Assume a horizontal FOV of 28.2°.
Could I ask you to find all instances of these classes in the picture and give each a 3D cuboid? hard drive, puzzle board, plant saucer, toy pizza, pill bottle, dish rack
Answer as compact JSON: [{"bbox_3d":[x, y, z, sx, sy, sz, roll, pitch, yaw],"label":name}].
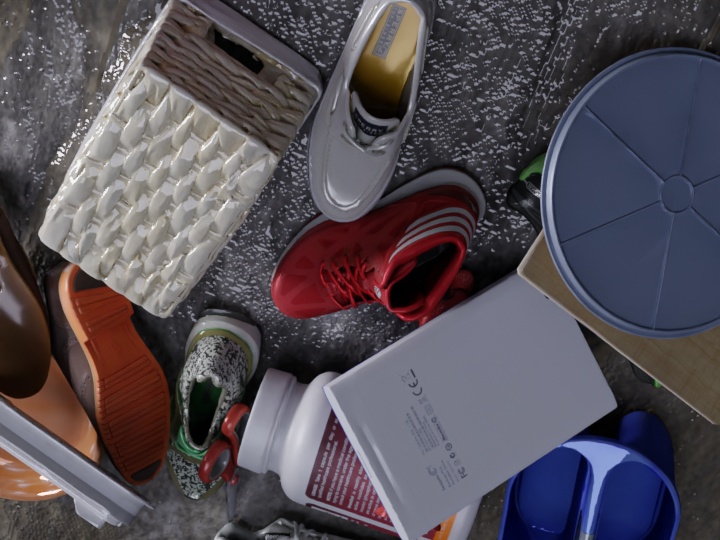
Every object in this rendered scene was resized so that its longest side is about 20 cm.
[{"bbox_3d":[0.086,0.096,1.088,0.199,0.025,0.133,-30,96,-17],"label":"hard drive"},{"bbox_3d":[0.225,-0.005,1.032,0.199,0.017,0.151,36,83,-17],"label":"puzzle board"},{"bbox_3d":[-0.321,0.122,1.296,0.198,0.038,0.202,6,123,9],"label":"plant saucer"},{"bbox_3d":[0.214,-0.054,1.000,0.198,0.032,0.203,-2,96,-16],"label":"toy pizza"},{"bbox_3d":[0.004,0.152,1.188,0.198,0.113,0.114,18,125,2],"label":"pill bottle"},{"bbox_3d":[-0.265,0.151,1.185,0.199,0.044,0.172,36,168,-7],"label":"dish rack"}]

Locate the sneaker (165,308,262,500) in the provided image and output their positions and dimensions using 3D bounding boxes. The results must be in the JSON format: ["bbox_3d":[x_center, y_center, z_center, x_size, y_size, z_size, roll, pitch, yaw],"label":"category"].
[{"bbox_3d":[-0.139,0.131,1.225,0.076,0.089,0.202,15,125,4],"label":"sneaker"}]

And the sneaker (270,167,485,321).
[{"bbox_3d":[0.000,0.000,1.088,0.199,0.116,0.078,-33,109,28],"label":"sneaker"}]

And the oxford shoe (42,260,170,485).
[{"bbox_3d":[-0.217,0.085,1.219,0.072,0.071,0.202,-3,104,48],"label":"oxford shoe"}]

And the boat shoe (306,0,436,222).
[{"bbox_3d":[0.007,-0.115,1.028,0.070,0.070,0.201,19,119,-6],"label":"boat shoe"}]

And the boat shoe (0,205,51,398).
[{"bbox_3d":[-0.303,0.006,1.190,0.070,0.070,0.202,-13,111,-1],"label":"boat shoe"}]

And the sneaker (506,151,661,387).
[{"bbox_3d":[0.178,0.000,1.078,0.083,0.077,0.201,-24,104,32],"label":"sneaker"}]

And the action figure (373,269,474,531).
[{"bbox_3d":[0.059,0.097,1.118,0.065,0.052,0.202,15,84,-3],"label":"action figure"}]

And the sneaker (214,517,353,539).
[{"bbox_3d":[-0.045,0.268,1.306,0.198,0.075,0.082,-5,112,16],"label":"sneaker"}]

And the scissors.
[{"bbox_3d":[-0.109,0.173,1.260,0.014,0.074,0.200,25,160,14],"label":"scissors"}]

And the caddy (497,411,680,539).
[{"bbox_3d":[0.187,0.203,1.179,0.140,0.105,0.202,10,124,8],"label":"caddy"}]

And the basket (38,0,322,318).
[{"bbox_3d":[-0.137,-0.084,1.064,0.135,0.124,0.200,33,123,-10],"label":"basket"}]
